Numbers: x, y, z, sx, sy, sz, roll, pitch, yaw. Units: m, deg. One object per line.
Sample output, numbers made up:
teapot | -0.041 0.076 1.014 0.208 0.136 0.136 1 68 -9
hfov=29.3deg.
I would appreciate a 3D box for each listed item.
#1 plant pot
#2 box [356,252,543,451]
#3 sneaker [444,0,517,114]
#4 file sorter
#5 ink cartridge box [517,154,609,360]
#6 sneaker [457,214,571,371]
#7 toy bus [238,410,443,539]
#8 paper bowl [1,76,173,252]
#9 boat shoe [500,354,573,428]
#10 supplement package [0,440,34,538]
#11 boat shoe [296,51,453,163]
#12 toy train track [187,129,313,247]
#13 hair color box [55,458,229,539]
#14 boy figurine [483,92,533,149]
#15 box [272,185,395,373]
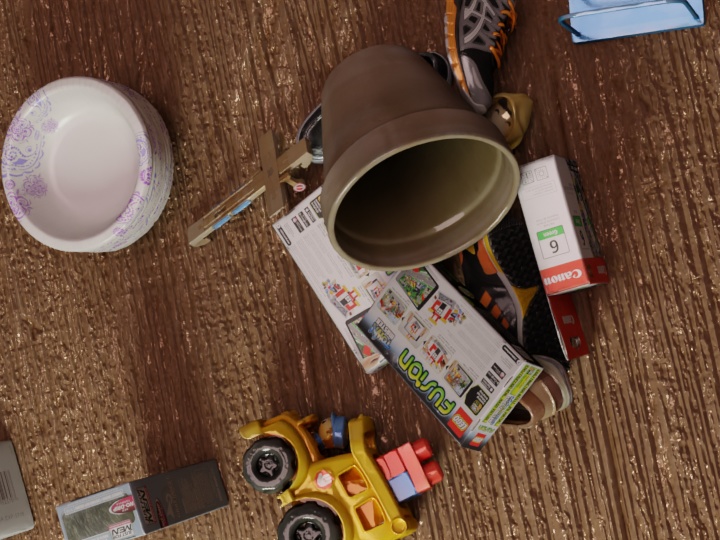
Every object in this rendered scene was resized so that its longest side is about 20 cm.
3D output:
plant pot | 0.038 -0.127 1.391 0.199 0.200 0.174 -35 53 18
box | 0.087 0.077 1.408 0.110 0.035 0.200 -54 49 14
sneaker | 0.129 -0.259 1.447 0.077 0.078 0.202 -5 70 10
file sorter | 0.262 -0.345 1.388 0.138 0.123 0.202 -5 89 21
ink cartridge box | 0.216 -0.014 1.414 0.050 0.109 0.202 -17 84 20
sneaker | 0.158 0.041 1.469 0.090 0.070 0.202 -11 101 55
toy bus | -0.014 0.222 1.502 0.191 0.136 0.201 -31 77 5
paper bowl | -0.311 -0.122 1.619 0.199 0.104 0.203 0 90 21
boat shoe | 0.127 0.125 1.431 0.199 0.072 0.076 -6 115 51
supplement package | -0.526 0.297 1.697 0.199 0.117 0.118 -20 84 20
boat shoe | 0.007 -0.179 1.515 0.198 0.068 0.074 -22 82 20
toy train track | -0.121 -0.084 1.575 0.199 0.032 0.115 -34 48 29
hair color box | -0.239 0.263 1.542 0.098 0.200 0.061 -21 83 19
boy figurine | 0.109 -0.113 1.479 0.200 0.064 0.125 -38 69 19
box | 0.000 0.000 1.528 0.110 0.035 0.201 -36 78 17
